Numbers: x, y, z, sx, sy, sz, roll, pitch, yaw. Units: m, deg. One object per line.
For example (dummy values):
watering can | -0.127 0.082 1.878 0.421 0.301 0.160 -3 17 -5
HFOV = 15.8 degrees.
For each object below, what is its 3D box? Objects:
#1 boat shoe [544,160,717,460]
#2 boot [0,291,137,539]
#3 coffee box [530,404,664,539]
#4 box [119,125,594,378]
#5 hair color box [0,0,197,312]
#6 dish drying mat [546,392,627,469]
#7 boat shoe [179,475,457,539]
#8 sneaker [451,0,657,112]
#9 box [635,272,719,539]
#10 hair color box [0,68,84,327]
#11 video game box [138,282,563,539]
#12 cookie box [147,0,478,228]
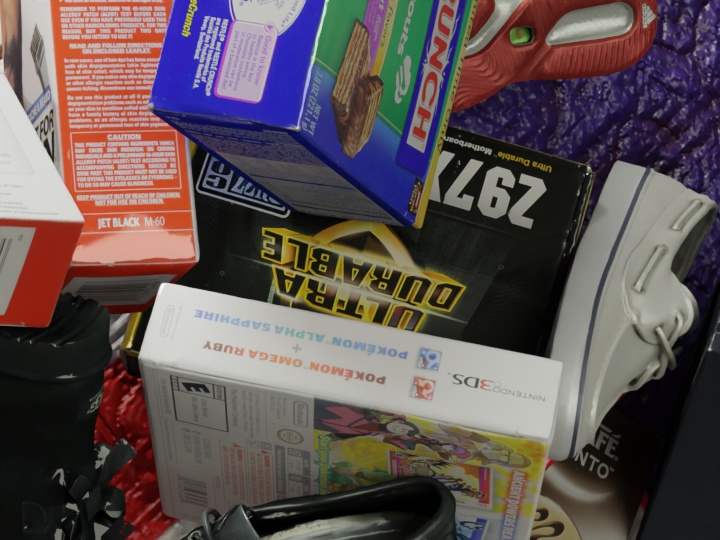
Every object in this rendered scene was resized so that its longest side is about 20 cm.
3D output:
boat shoe | 0.133 0.023 1.275 0.066 0.072 0.200 15 38 9
boot | -0.193 0.079 1.172 0.073 0.198 0.163 -42 142 -58
coffee box | 0.063 0.151 1.341 0.113 0.080 0.200 32 69 -24
box | 0.000 0.000 1.282 0.200 0.049 0.160 17 72 3
hair color box | -0.126 -0.088 1.202 0.064 0.111 0.201 -1 77 -18
dish drying mat | 0.043 0.012 1.317 0.077 0.018 0.200 -42 77 -16
boat shoe | -0.043 0.129 1.118 0.199 0.075 0.066 -5 131 -22
sneaker | 0.044 -0.129 1.358 0.200 0.116 0.079 -1 102 -17
box | 0.224 0.056 1.348 0.104 0.200 0.182 19 49 7
hair color box | -0.209 -0.060 1.129 0.111 0.200 0.064 2 128 -32
video game box | -0.004 0.080 1.196 0.182 0.200 0.047 13 65 5
cookie box | -0.011 -0.123 1.173 0.200 0.075 0.172 34 69 -70
